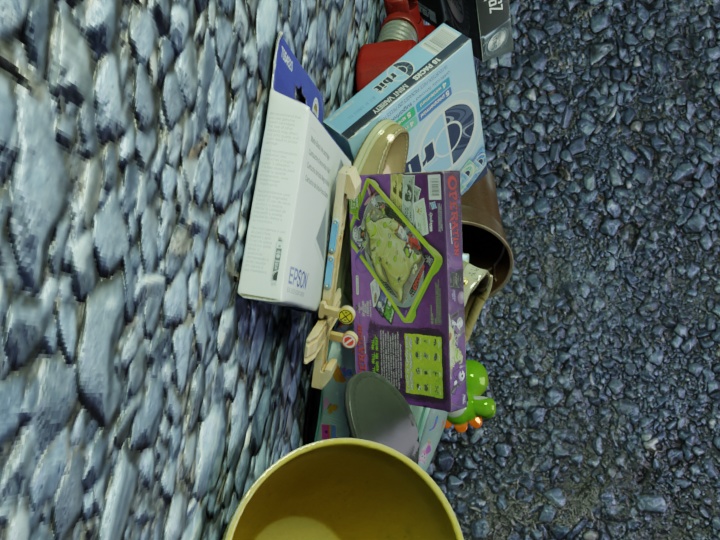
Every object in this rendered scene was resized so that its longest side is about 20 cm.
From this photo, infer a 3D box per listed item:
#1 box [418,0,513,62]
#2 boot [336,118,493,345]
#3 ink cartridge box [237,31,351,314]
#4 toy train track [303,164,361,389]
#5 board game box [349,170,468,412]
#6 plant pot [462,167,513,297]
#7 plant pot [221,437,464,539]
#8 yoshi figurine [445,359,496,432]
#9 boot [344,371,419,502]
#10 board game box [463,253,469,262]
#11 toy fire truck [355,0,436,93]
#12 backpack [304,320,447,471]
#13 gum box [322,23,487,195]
[{"bbox_3d":[0.110,-0.358,1.168,0.201,0.043,0.162,-126,-161,-52],"label":"box"},{"bbox_3d":[0.055,-0.028,0.932,0.072,0.153,0.204,-11,118,-57],"label":"boot"},{"bbox_3d":[-0.046,-0.069,0.825,0.200,0.040,0.204,28,70,-81],"label":"ink cartridge box"},{"bbox_3d":[-0.014,0.011,0.859,0.115,0.032,0.204,-59,159,-66],"label":"toy train track"},{"bbox_3d":[0.040,0.016,0.873,0.032,0.119,0.204,-8,98,-48],"label":"board game box"},{"bbox_3d":[0.161,-0.079,1.709,0.202,0.196,0.200,88,5,-45],"label":"plant pot"},{"bbox_3d":[-0.032,0.245,0.788,0.142,0.197,0.204,142,-38,-63],"label":"plant pot"},{"bbox_3d":[0.119,0.181,1.561,0.113,0.196,0.114,-55,151,-69],"label":"yoshi figurine"},{"bbox_3d":[-0.016,0.192,0.914,0.069,0.173,0.203,-25,101,-40],"label":"boot"},{"bbox_3d":[0.088,0.075,1.352,0.105,0.101,0.204,15,81,-84],"label":"board game box"},{"bbox_3d":[0.055,-0.262,1.115,0.177,0.126,0.202,-72,155,-47],"label":"toy fire truck"},{"bbox_3d":[0.020,0.134,1.071,0.176,0.150,0.204,-48,141,-65],"label":"backpack"},{"bbox_3d":[0.054,-0.128,1.042,0.169,0.044,0.201,-41,145,-16],"label":"gum box"}]
